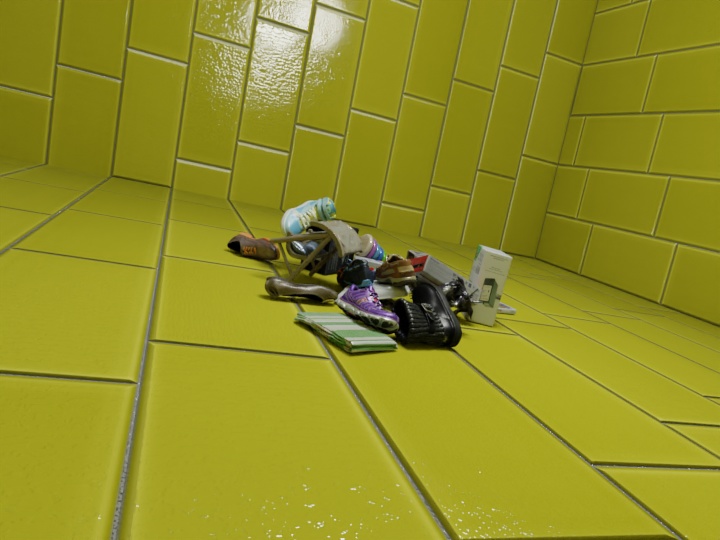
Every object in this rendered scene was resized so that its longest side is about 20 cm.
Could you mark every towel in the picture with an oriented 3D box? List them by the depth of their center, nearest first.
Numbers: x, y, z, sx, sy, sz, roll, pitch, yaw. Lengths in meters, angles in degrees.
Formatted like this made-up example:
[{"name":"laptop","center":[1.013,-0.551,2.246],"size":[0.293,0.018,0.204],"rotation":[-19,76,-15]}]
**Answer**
[{"name":"towel","center":[-0.030,0.128,1.185],"size":[0.149,0.024,0.197],"rotation":[5,11,-44]}]

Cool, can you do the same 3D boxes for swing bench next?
[{"name":"swing bench","center":[-0.116,-0.069,1.583],"size":[0.195,0.134,0.198],"rotation":[-24,-2,17]}]

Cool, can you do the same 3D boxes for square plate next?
[{"name":"square plate","center":[0.038,0.050,1.511],"size":[0.192,0.030,0.198],"rotation":[-5,6,10]}]

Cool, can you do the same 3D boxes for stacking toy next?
[{"name":"stacking toy","center":[0.069,-0.037,1.927],"size":[0.198,0.087,0.085],"rotation":[37,-6,-33]}]

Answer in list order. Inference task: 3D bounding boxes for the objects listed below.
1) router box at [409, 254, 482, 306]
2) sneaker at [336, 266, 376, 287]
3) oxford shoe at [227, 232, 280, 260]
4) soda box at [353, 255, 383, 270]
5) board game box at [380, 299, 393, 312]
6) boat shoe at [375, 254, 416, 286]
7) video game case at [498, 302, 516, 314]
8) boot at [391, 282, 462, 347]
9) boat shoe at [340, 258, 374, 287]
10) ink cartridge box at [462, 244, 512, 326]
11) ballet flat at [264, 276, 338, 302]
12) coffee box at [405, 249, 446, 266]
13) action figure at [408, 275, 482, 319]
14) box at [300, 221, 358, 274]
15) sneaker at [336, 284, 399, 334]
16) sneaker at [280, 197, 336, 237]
[{"name":"router box","center":[0.213,0.036,1.579],"size":[0.196,0.050,0.178],"rotation":[31,-17,-19]},{"name":"sneaker","center":[0.029,0.029,1.658],"size":[0.193,0.078,0.078],"rotation":[17,7,16]},{"name":"oxford shoe","center":[-0.335,-0.063,1.765],"size":[0.194,0.074,0.072],"rotation":[14,29,33]},{"name":"soda box","center":[0.067,0.008,1.835],"size":[0.192,0.071,0.064],"rotation":[12,9,-3]},{"name":"board game box","center":[0.095,0.113,1.425],"size":[0.102,0.024,0.197],"rotation":[1,16,-42]},{"name":"boat shoe","center":[0.093,-0.006,1.476],"size":[0.073,0.077,0.199],"rotation":[-8,7,-20]},{"name":"video game case","center":[0.396,0.108,1.850],"size":[0.194,0.019,0.142],"rotation":[7,11,-29]},{"name":"boot","center":[0.131,0.092,1.301],"size":[0.153,0.082,0.212],"rotation":[9,27,-27]},{"name":"boat shoe","center":[0.000,0.000,1.534],"size":[0.081,0.072,0.199],"rotation":[-8,6,-20]},{"name":"ink cartridge box","center":[0.363,0.041,1.639],"size":[0.081,0.208,0.146],"rotation":[14,10,0]},{"name":"ballet flat","center":[-0.144,0.057,1.380],"size":[0.194,0.048,0.067],"rotation":[14,-24,-29]},{"name":"coffee box","center":[0.206,0.013,1.852],"size":[0.077,0.118,0.200],"rotation":[9,11,-14]},{"name":"action figure","center":[0.216,0.084,1.449],"size":[0.101,0.122,0.197],"rotation":[-35,17,-33]},{"name":"box","center":[-0.099,-0.077,1.856],"size":[0.101,0.154,0.199],"rotation":[15,9,23]},{"name":"sneaker","center":[0.019,0.078,1.270],"size":[0.197,0.085,0.081],"rotation":[25,-14,49]},{"name":"sneaker","center":[-0.147,-0.165,1.687],"size":[0.127,0.082,0.200],"rotation":[-7,26,34]}]
